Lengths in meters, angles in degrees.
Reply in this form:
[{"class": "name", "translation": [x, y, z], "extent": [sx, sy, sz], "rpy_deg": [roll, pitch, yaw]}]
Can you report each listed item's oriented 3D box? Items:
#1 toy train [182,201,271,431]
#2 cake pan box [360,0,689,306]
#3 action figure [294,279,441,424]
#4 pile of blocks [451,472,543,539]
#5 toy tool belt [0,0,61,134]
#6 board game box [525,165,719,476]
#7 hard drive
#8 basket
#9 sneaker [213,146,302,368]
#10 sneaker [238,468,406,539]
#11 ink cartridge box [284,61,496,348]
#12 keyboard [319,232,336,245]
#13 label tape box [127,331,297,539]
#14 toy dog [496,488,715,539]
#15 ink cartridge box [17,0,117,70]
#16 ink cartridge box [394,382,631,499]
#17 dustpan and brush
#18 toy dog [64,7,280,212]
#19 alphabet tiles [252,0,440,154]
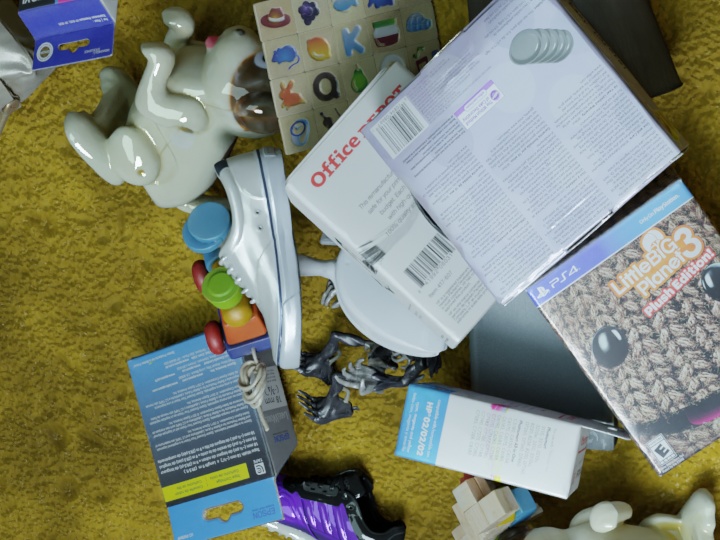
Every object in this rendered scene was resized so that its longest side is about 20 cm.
[{"class": "toy train", "translation": [-0.117, 0.040, 1.289], "extent": [0.084, 0.116, 0.202], "rpy_deg": [-17, 61, 3]}, {"class": "cake pan box", "translation": [0.123, -0.100, 1.063], "extent": [0.200, 0.052, 0.185], "rpy_deg": [-43, 82, 22]}, {"class": "action figure", "translation": [0.008, 0.071, 1.300], "extent": [0.200, 0.101, 0.120], "rpy_deg": [-38, 50, 35]}, {"class": "pile of blocks", "translation": [0.125, 0.218, 1.287], "extent": [0.081, 0.200, 0.063], "rpy_deg": [-25, 71, -9]}, {"class": "toy tool belt", "translation": [-0.406, -0.233, 1.362], "extent": [0.200, 0.125, 0.123], "rpy_deg": [46, 111, 2]}, {"class": "board game box", "translation": [0.260, 0.040, 1.162], "extent": [0.159, 0.097, 0.201], "rpy_deg": [-36, 95, 12]}, {"class": "hard drive", "translation": [0.171, 0.066, 1.274], "extent": [0.138, 0.033, 0.202], "rpy_deg": [3, 110, 22]}, {"class": "basket", "translation": [0.158, -0.230, 1.118], "extent": [0.179, 0.136, 0.202], "rpy_deg": [-8, 102, 30]}, {"class": "sneaker", "translation": [-0.092, -0.009, 1.229], "extent": [0.070, 0.073, 0.203], "rpy_deg": [-7, 96, -1]}, {"class": "sneaker", "translation": [-0.036, 0.239, 1.411], "extent": [0.199, 0.070, 0.100], "rpy_deg": [32, 107, 11]}, {"class": "ink cartridge box", "translation": [0.054, -0.055, 1.165], "extent": [0.200, 0.084, 0.146], "rpy_deg": [43, 86, 5]}, {"class": "keyboard", "translation": [0.059, -0.042, 1.273], "extent": [0.198, 0.057, 0.011], "rpy_deg": [4, 152, 22]}, {"class": "label tape box", "translation": [-0.145, 0.166, 1.398], "extent": [0.143, 0.063, 0.202], "rpy_deg": [-19, 83, 28]}, {"class": "toy dog", "translation": [0.217, 0.282, 1.253], "extent": [0.198, 0.141, 0.194], "rpy_deg": [3, 155, -12]}, {"class": "ink cartridge box", "translation": [-0.270, -0.292, 1.274], "extent": [0.094, 0.037, 0.202], "rpy_deg": [-6, 75, 25]}, {"class": "ink cartridge box", "translation": [0.142, 0.155, 1.222], "extent": [0.198, 0.115, 0.069], "rpy_deg": [12, 90, 15]}, {"class": "dustpan and brush", "translation": [0.000, 0.000, 1.255], "extent": [0.198, 0.057, 0.141], "rpy_deg": [9, 80, 16]}, {"class": "toy dog", "translation": [-0.145, -0.146, 1.266], "extent": [0.199, 0.140, 0.195], "rpy_deg": [-27, 105, 28]}, {"class": "alphabet tiles", "translation": [-0.005, -0.188, 1.207], "extent": [0.165, 0.006, 0.202], "rpy_deg": [-17, 106, -18]}]
